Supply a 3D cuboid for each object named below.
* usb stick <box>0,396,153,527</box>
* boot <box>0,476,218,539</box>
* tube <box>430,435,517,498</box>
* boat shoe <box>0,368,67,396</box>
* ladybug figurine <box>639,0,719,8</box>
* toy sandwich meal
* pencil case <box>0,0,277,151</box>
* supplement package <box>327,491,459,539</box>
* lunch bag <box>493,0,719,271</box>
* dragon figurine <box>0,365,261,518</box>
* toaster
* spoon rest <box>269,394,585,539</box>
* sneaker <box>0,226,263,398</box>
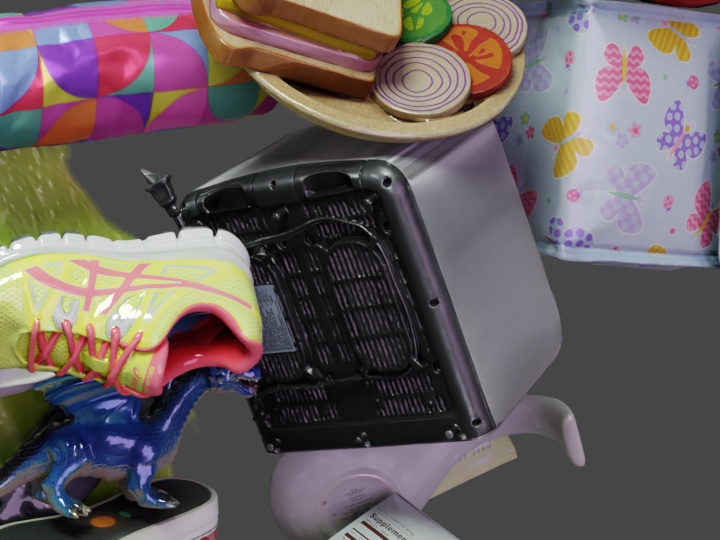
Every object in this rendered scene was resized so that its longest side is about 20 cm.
[{"bbox_3d":[-0.154,0.084,1.446,0.055,0.033,0.200,46,75,-28],"label":"usb stick"},{"bbox_3d":[-0.166,0.216,1.413,0.199,0.072,0.146,-13,114,-40],"label":"boot"},{"bbox_3d":[0.044,0.047,1.542,0.052,0.058,0.202,-54,133,-60],"label":"tube"},{"bbox_3d":[-0.238,0.045,1.377,0.198,0.069,0.072,-4,97,-27],"label":"boat shoe"},{"bbox_3d":[0.174,-0.220,1.537,0.198,0.136,0.072,18,124,1],"label":"ladybug figurine"},{"bbox_3d":[0.004,-0.155,1.372,0.204,0.206,0.071,-9,140,-27],"label":"toy sandwich meal"},{"bbox_3d":[-0.139,-0.123,1.407,0.199,0.088,0.089,-13,101,-27],"label":"pencil case"},{"bbox_3d":[0.007,0.284,1.458,0.199,0.147,0.192,-33,131,-21],"label":"supplement package"},{"bbox_3d":[0.188,-0.086,1.562,0.199,0.127,0.171,5,91,-35],"label":"lunch bag"},{"bbox_3d":[-0.156,0.088,1.392,0.198,0.059,0.100,-4,94,-16],"label":"dragon figurine"},{"bbox_3d":[0.000,0.000,1.427,0.119,0.180,0.201,-37,112,-47],"label":"toaster"},{"bbox_3d":[0.039,0.123,1.523,0.198,0.061,0.100,-16,117,-1],"label":"spoon rest"},{"bbox_3d":[-0.141,0.032,1.327,0.198,0.091,0.078,-10,141,-22],"label":"sneaker"}]
